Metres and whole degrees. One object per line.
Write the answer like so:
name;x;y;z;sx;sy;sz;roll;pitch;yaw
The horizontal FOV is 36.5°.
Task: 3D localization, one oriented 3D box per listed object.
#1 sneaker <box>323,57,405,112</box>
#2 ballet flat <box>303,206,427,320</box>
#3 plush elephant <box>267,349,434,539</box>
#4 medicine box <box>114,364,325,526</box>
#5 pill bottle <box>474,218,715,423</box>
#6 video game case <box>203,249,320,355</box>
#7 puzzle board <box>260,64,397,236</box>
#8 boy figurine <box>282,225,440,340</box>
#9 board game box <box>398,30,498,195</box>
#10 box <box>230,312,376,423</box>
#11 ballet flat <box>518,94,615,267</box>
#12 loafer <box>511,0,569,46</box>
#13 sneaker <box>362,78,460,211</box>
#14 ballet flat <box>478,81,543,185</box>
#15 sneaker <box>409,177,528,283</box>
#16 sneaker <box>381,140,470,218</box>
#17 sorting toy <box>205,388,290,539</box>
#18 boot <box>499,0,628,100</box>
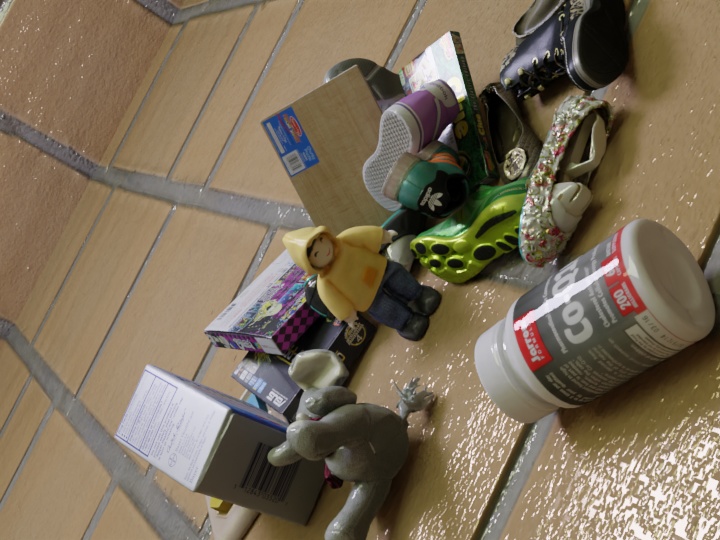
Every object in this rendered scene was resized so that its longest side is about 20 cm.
sneaker;0.029;-0.239;1.494;0.080;0.198;0.071;-42;59;47
ballet flat;0.021;-0.006;1.380;0.199;0.068;0.069;-38;64;-4
plush elephant;-0.032;0.182;1.209;0.154;0.166;0.200;2;36;46
medicine box;-0.166;0.211;1.331;0.199;0.181;0.104;19;82;48
pill bottle;0.201;0.052;0.969;0.199;0.113;0.115;-38;34;37
video game case;-0.097;0.031;1.479;0.200;0.036;0.180;-46;25;-28
puzzle board;-0.021;-0.143;1.431;0.149;0.202;0.017;-27;7;12
boy figurine;0.000;0.000;1.278;0.125;0.199;0.064;-59;26;-6
board game box;0.108;-0.187;1.372;0.104;0.023;0.203;-30;66;42
box;-0.079;0.111;1.453;0.162;0.049;0.199;-55;26;-7
ballet flat;0.217;-0.099;1.139;0.063;0.075;0.202;-4;63;50
loafer;0.250;-0.355;1.330;0.200;0.069;0.076;-48;29;24
sneaker;0.072;-0.156;1.350;0.114;0.073;0.201;-41;-12;-27
ballet flat;0.175;-0.167;1.303;0.067;0.046;0.202;-44;31;31
sneaker;0.135;-0.046;1.246;0.199;0.074;0.084;-25;22;49
sneaker;0.090;-0.097;1.253;0.072;0.079;0.200;-63;-12;20
sorting toy;-0.163;0.255;1.494;0.186;0.036;0.200;-56;27;8
boot;0.227;-0.236;1.245;0.153;0.073;0.205;-38;23;39
